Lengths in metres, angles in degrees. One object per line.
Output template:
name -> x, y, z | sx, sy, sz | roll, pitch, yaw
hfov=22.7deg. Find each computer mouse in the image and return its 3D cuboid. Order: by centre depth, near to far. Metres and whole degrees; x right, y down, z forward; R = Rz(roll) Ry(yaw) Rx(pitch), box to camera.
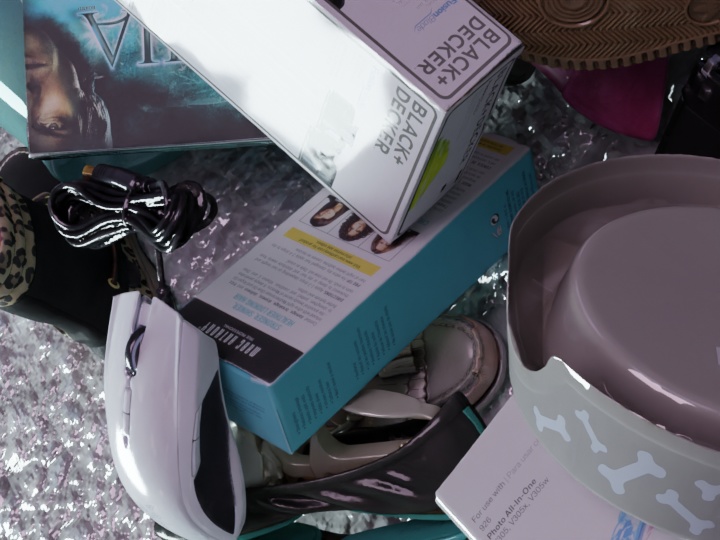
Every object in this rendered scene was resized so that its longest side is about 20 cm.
computer mouse -> -0.098, 0.050, 0.849 | 0.109, 0.044, 0.202 | 13, 119, 44

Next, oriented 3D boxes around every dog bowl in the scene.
dog bowl -> 0.150, 0.032, 0.725 | 0.200, 0.199, 0.059 | 45, 139, 38

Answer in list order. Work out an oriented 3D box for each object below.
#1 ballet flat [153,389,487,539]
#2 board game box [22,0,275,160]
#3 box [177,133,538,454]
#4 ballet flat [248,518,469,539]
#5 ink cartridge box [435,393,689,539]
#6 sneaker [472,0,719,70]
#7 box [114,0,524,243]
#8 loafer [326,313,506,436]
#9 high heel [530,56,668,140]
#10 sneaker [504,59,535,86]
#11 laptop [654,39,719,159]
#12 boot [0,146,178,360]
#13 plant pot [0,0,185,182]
ballet flat -> -0.023, 0.094, 0.908 | 0.198, 0.068, 0.069 | -11, 108, 22
board game box -> -0.084, -0.132, 0.957 | 0.198, 0.028, 0.137 | -3, 88, 13
box -> 0.000, 0.000, 0.909 | 0.082, 0.049, 0.200 | 24, 54, 39
ballet flat -> -0.014, 0.164, 0.914 | 0.198, 0.073, 0.074 | -8, 68, 28
ink cartridge box -> 0.145, 0.141, 0.753 | 0.088, 0.145, 0.200 | -52, 51, 7
sneaker -> 0.145, -0.163, 0.862 | 0.198, 0.070, 0.109 | -6, 49, 7
box -> -0.027, -0.121, 0.863 | 0.200, 0.117, 0.060 | 42, 58, 10
loafer -> -0.020, 0.064, 0.956 | 0.198, 0.063, 0.073 | -15, 65, 31
high heel -> 0.163, -0.168, 0.928 | 0.096, 0.067, 0.201 | 36, 77, 2
sneaker -> 0.027, -0.169, 1.002 | 0.199, 0.076, 0.115 | 25, 94, 45
laptop -> 0.236, -0.033, 0.840 | 0.177, 0.103, 0.201 | 45, 127, 39
boot -> -0.203, -0.027, 1.067 | 0.073, 0.150, 0.201 | -45, 53, 13
plant pot -> -0.172, -0.160, 1.079 | 0.200, 0.200, 0.189 | -41, 68, 17
